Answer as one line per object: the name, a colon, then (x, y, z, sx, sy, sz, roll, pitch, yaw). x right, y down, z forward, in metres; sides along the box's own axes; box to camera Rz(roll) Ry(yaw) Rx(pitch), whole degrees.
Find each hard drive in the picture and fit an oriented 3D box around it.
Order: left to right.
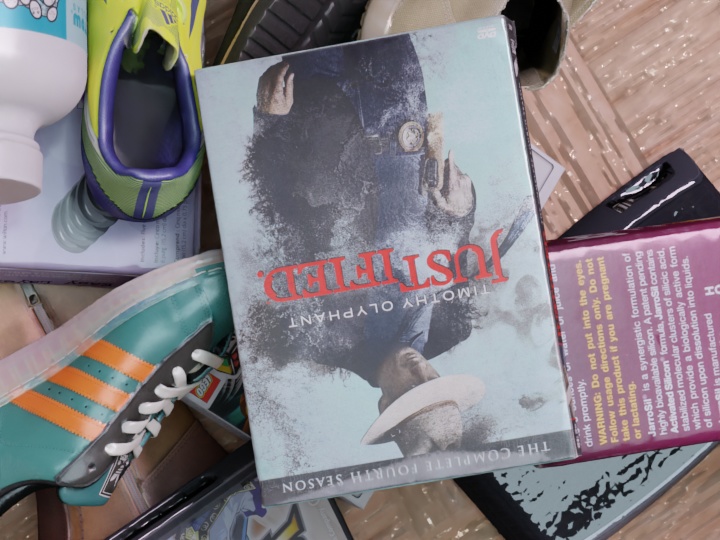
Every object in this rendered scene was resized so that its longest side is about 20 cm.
hard drive: (0.130, 0.048, 1.465, 0.200, 0.042, 0.135, -42, 99, -7)

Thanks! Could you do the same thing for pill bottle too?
pill bottle: (-0.177, -0.133, 1.305, 0.111, 0.111, 0.200, 0, 81, -11)

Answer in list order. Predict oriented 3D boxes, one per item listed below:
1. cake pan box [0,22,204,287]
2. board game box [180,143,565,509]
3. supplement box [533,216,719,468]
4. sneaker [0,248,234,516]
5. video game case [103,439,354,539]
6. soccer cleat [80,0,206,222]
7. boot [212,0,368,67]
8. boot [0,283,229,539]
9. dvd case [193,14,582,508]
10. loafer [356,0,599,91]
cake pan box: (-0.167, -0.094, 1.383, 0.184, 0.052, 0.200, 2, 81, -13)
board game box: (0.000, 0.000, 1.421, 0.126, 0.035, 0.200, 34, 83, -29)
supplement box: (0.155, 0.028, 1.382, 0.200, 0.131, 0.103, -8, 91, -12)
sneaker: (-0.117, 0.063, 1.344, 0.200, 0.071, 0.080, -31, 77, 6)
video game case: (-0.065, 0.202, 1.392, 0.181, 0.025, 0.200, -34, 116, -20)
soccer cleat: (-0.097, -0.122, 1.333, 0.065, 0.084, 0.200, 1, 79, -12)
boot: (-0.038, -0.164, 1.398, 0.077, 0.138, 0.200, 28, 96, -45)
boot: (-0.157, 0.101, 1.396, 0.188, 0.068, 0.200, -31, 96, -9)
dvd case: (0.011, -0.004, 1.297, 0.146, 0.022, 0.200, -9, 87, 6)
loafer: (0.074, -0.121, 1.391, 0.068, 0.200, 0.076, 25, 126, 25)
